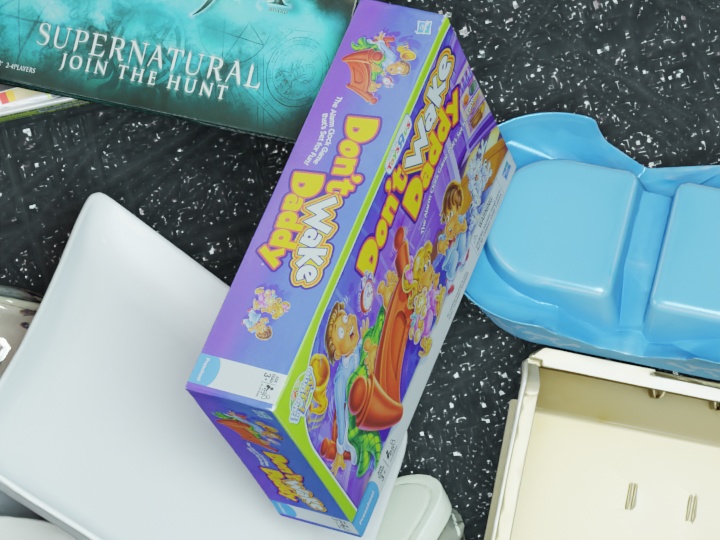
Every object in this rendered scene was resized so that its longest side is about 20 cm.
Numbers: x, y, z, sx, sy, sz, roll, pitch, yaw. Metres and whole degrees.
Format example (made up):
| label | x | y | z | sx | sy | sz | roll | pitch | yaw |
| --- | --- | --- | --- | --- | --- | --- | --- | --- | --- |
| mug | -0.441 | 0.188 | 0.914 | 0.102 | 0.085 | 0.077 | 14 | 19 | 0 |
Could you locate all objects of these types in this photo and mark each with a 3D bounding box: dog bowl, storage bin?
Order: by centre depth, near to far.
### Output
| label | x | y | z | sx | sy | sz | roll | pitch | yaw |
| --- | --- | --- | --- | --- | --- | --- | --- | --- | --- |
| storage bin | 0.157 | 0.151 | 1.423 | 0.199 | 0.094 | 0.199 | 11 | 88 | 0 |
| dog bowl | 0.136 | -0.007 | 1.428 | 0.199 | 0.050 | 0.112 | 11 | 68 | 12 |

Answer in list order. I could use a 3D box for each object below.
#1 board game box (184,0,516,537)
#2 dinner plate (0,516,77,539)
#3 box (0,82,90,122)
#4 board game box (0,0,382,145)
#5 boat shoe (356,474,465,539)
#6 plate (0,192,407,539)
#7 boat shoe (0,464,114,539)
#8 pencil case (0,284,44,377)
| label | x | y | z | sx | sy | sz | roll | pitch | yaw |
| --- | --- | --- | --- | --- | --- | --- | --- | --- | --- |
| board game box | 0.000 | 0.000 | 1.339 | 0.045 | 0.135 | 0.201 | 14 | 68 | 25 |
| dinner plate | -0.189 | 0.188 | 1.384 | 0.199 | 0.201 | 0.024 | -17 | 46 | -1 |
| box | -0.163 | -0.179 | 1.462 | 0.110 | 0.035 | 0.201 | -13 | 88 | -1 |
| board game box | -0.082 | -0.138 | 1.389 | 0.199 | 0.028 | 0.136 | 12 | 87 | 26 |
| boat shoe | -0.009 | 0.186 | 1.399 | 0.202 | 0.072 | 0.060 | -53 | 127 | -32 |
| plate | -0.079 | 0.084 | 1.379 | 0.200 | 0.200 | 0.032 | 37 | 126 | -14 |
| boat shoe | -0.134 | 0.109 | 1.385 | 0.200 | 0.069 | 0.071 | 15 | 87 | -42 |
| pencil case | -0.201 | 0.102 | 1.429 | 0.089 | 0.078 | 0.201 | 18 | 88 | -7 |
